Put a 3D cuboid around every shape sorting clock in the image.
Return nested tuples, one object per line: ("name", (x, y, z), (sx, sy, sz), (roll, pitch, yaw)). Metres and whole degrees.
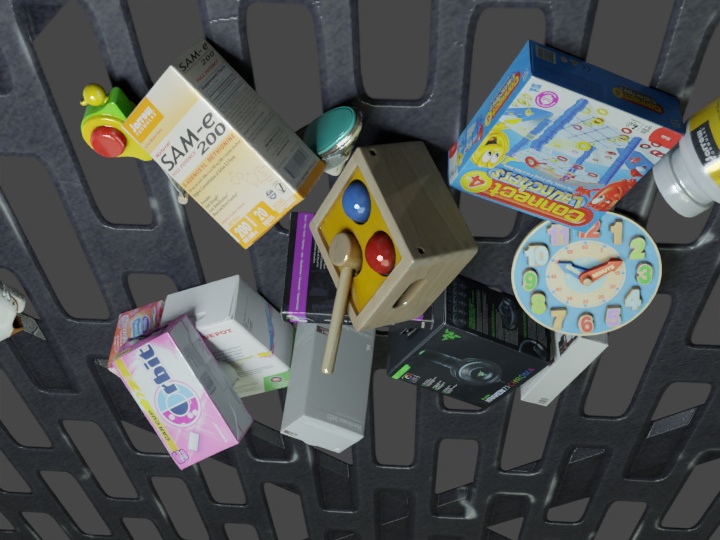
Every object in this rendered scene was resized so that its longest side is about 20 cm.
("shape sorting clock", (0.299, 0.006, 1.282), (0.195, 0.039, 0.204), (4, 120, 6))

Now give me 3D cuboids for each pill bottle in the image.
("pill bottle", (0.417, -0.141, 1.037), (0.111, 0.114, 0.199), (24, 140, -26))

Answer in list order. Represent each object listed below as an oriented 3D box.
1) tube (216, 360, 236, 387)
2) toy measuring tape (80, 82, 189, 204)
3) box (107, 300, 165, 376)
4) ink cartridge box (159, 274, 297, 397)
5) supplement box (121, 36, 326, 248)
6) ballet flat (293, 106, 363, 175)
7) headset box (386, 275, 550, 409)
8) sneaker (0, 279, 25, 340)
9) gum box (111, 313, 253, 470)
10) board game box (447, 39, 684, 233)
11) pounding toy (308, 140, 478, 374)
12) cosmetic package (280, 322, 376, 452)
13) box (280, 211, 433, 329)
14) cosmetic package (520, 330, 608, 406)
("tube", (-0.249, 0.212, 1.500), (0.058, 0.052, 0.201), (41, 134, 7))
("toy measuring tape", (-0.276, -0.146, 1.150), (0.072, 0.075, 0.201), (-9, 142, 19))
("box", (-0.296, 0.149, 1.537), (0.093, 0.104, 0.200), (-16, 139, 27))
("ink cartridge box", (-0.193, 0.106, 1.479), (0.142, 0.085, 0.200), (-15, 140, 25))
("supplement box", (-0.153, -0.139, 1.081), (0.200, 0.074, 0.125), (44, 133, -12))
("ballet flat", (-0.058, -0.136, 1.141), (0.198, 0.073, 0.072), (-19, 139, 37))
("headset box", (0.152, 0.105, 1.432), (0.197, 0.094, 0.174), (21, 141, -21))
("sneaker", (-0.553, 0.027, 1.445), (0.083, 0.073, 0.202), (-20, 143, -20))
("gum box", (-0.258, 0.171, 1.388), (0.112, 0.066, 0.202), (-26, 102, 23))
("board game box", (0.228, -0.145, 1.103), (0.196, 0.057, 0.196), (16, 143, -16))
("pounding toy", (0.015, -0.014, 1.153), (0.140, 0.187, 0.201), (-9, 153, -34))
("cosmetic package", (-0.045, 0.153, 1.426), (0.105, 0.203, 0.090), (20, 143, -23))
("box", (0.000, 0.000, 1.256), (0.195, 0.146, 0.036), (3, 156, 3))
("cosmetic package", (0.299, 0.119, 1.445), (0.050, 0.084, 0.201), (14, 143, -10))
